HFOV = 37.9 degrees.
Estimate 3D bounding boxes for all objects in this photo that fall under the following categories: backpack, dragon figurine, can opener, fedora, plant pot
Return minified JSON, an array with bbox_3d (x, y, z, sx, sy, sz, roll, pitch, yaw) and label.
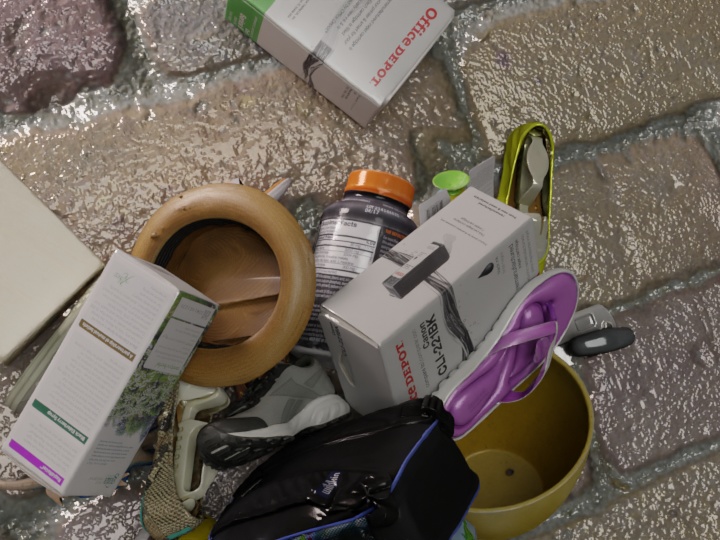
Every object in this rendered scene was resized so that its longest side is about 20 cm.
[{"bbox_3d":[-0.012,0.217,0.867,0.200,0.183,0.147,-20,102,26],"label":"backpack"},{"bbox_3d":[-0.256,0.186,1.004,0.200,0.099,0.059,-17,82,3],"label":"dragon figurine"},{"bbox_3d":[0.193,0.087,1.124,0.200,0.066,0.053,-19,86,-10],"label":"can opener"},{"bbox_3d":[-0.120,0.015,0.977,0.201,0.082,0.201,-2,85,24],"label":"fedora"},{"bbox_3d":[0.127,0.185,1.032,0.200,0.142,0.200,-6,47,6],"label":"plant pot"}]

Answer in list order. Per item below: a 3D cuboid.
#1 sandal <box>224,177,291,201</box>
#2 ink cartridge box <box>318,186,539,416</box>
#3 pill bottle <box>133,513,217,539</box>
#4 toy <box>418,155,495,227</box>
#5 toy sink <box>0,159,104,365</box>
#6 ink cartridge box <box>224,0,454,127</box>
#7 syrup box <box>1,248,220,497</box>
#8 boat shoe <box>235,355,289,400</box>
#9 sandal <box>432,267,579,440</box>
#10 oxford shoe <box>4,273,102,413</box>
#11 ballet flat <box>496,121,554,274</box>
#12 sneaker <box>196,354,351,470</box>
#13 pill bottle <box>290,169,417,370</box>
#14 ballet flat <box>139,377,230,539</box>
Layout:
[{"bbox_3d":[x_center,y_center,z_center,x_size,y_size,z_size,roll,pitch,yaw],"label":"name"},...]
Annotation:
[{"bbox_3d":[-0.160,-0.046,1.058,0.207,0.079,0.059,-38,92,-14],"label":"sandal"},{"bbox_3d":[0.072,0.042,0.977,0.200,0.144,0.084,-38,47,-22],"label":"ink cartridge box"},{"bbox_3d":[-0.114,0.302,0.957,0.200,0.109,0.109,25,74,17],"label":"pill bottle"},{"bbox_3d":[0.089,-0.013,1.068,0.047,0.200,0.115,29,48,33],"label":"toy"},{"bbox_3d":[-0.361,-0.025,0.994,0.200,0.112,0.130,45,74,-7],"label":"toy sink"},{"bbox_3d":[-0.023,-0.274,1.127,0.200,0.084,0.146,39,74,-4],"label":"ink cartridge box"},{"bbox_3d":[-0.215,0.092,0.909,0.081,0.079,0.200,30,90,23],"label":"syrup box"},{"bbox_3d":[-0.105,0.076,1.054,0.072,0.068,0.200,-16,84,-15],"label":"boat shoe"},{"bbox_3d":[0.146,0.085,0.969,0.203,0.050,0.082,-47,130,-14],"label":"sandal"},{"bbox_3d":[-0.261,0.068,0.988,0.058,0.075,0.200,36,109,-8],"label":"oxford shoe"},{"bbox_3d":[0.180,-0.069,1.144,0.067,0.067,0.200,9,78,-11],"label":"ballet flat"},{"bbox_3d":[-0.087,0.126,0.952,0.074,0.200,0.079,-29,82,27],"label":"sneaker"},{"bbox_3d":[0.000,0.000,1.071,0.106,0.106,0.200,17,77,-9],"label":"pill bottle"},{"bbox_3d":[-0.155,0.148,0.962,0.068,0.075,0.200,41,38,-44],"label":"ballet flat"}]
